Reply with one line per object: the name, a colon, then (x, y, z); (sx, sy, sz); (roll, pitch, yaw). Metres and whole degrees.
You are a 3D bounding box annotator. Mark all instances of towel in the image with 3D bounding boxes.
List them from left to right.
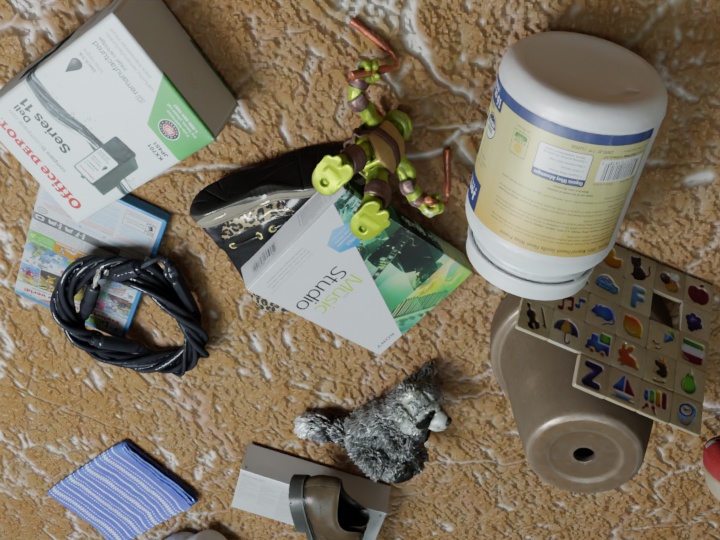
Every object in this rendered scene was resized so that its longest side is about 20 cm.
towel: (-0.340, 0.323, 1.326); (0.199, 0.024, 0.145); (-34, 113, 31)

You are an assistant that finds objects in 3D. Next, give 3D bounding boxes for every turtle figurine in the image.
turtle figurine: (0.010, -0.113, 0.842); (0.064, 0.162, 0.202); (-13, 118, 32)

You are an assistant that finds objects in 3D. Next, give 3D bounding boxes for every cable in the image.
cable: (-0.260, 0.064, 1.071); (0.161, 0.051, 0.201); (-13, 134, 6)

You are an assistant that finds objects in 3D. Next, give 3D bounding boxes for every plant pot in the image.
plant pot: (0.225, 0.125, 0.956); (0.197, 0.176, 0.202); (7, 129, 8)

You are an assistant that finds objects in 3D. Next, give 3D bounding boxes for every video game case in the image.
video game case: (-0.309, -0.018, 1.060); (0.141, 0.018, 0.201); (24, 128, -8)

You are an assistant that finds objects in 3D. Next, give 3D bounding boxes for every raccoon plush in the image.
raccoon plush: (0.010, 0.166, 1.092); (0.197, 0.097, 0.136); (5, 121, 8)

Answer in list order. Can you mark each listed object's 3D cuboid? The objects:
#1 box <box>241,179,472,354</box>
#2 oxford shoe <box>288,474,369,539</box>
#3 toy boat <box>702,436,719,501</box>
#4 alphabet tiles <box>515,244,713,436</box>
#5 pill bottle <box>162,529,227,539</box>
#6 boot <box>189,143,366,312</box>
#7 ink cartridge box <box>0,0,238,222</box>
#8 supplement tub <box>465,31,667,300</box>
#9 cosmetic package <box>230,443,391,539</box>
box: (0.000, 0.000, 0.934); (0.144, 0.037, 0.199); (-43, 134, 21)
oxford shoe: (-0.025, 0.339, 1.175); (0.083, 0.073, 0.202); (-7, 126, 14)
toy boat: (0.476, 0.197, 1.011); (0.197, 0.130, 0.133); (-3, 97, 13)
alphabet tiles: (0.248, 0.049, 0.902); (0.197, 0.169, 0.008); (22, 150, -5)
pill bottle: (-0.274, 0.448, 1.351); (0.199, 0.111, 0.111); (-34, 115, 31)
boot: (-0.058, -0.039, 0.956); (0.197, 0.074, 0.152); (-15, 128, 13)
ink cartridge box: (-0.242, -0.156, 0.897); (0.198, 0.084, 0.147); (-25, 118, 29)
supplement tub: (0.172, -0.089, 0.820); (0.142, 0.145, 0.202); (12, 129, 2)
cosmetic package: (-0.065, 0.297, 1.229); (0.197, 0.051, 0.083); (18, 131, -2)
